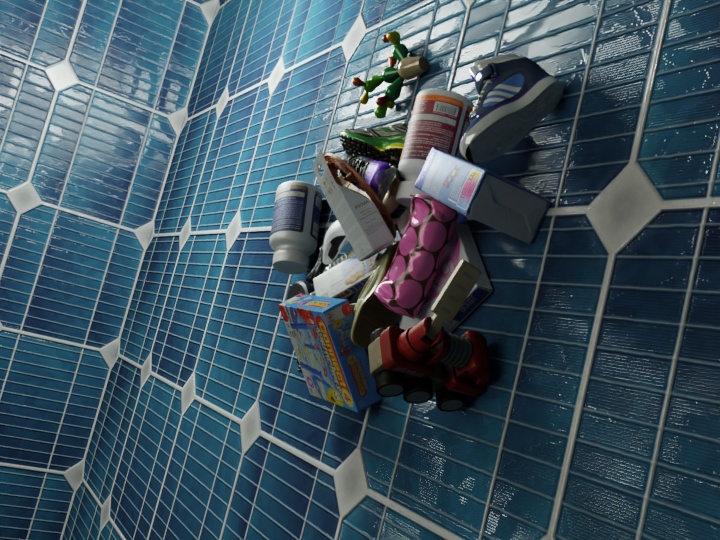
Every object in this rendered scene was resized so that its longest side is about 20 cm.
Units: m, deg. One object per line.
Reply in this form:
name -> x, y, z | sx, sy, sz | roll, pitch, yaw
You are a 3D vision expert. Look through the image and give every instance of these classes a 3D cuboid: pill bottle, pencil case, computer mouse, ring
pill bottle -> 0.130, -0.210, 1.376 | 0.110, 0.109, 0.200 | 4, 77, 61
pencil case -> 0.089, -0.026, 1.288 | 0.094, 0.091, 0.200 | 25, 93, 28
computer mouse -> -0.106, 0.112, 1.676 | 0.139, 0.053, 0.200 | -50, 46, 37
computer mouse -> -0.059, -0.054, 1.588 | 0.200, 0.044, 0.110 | -53, 7, 50
ring -> -0.006, -0.131, 1.429 | 0.019, 0.201, 0.200 | -41, 27, -11
pill bottle -> -0.152, -0.098, 1.804 | 0.111, 0.111, 0.200 | -27, 51, 52

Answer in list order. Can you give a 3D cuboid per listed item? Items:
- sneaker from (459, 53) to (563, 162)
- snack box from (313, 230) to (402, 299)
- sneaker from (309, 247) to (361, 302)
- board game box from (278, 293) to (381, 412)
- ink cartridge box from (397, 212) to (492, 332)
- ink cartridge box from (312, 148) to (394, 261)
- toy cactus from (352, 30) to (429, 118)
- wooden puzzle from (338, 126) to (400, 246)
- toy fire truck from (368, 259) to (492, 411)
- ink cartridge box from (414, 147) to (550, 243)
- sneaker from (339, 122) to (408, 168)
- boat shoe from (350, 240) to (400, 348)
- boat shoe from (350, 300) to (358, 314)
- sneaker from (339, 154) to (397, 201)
sneaker -> 0.202, -0.264, 1.222 | 0.200, 0.081, 0.146 | -38, 51, -9
snack box -> 0.000, 0.000, 1.485 | 0.200, 0.024, 0.072 | -30, 43, 16
sneaker -> -0.024, 0.001, 1.558 | 0.200, 0.080, 0.076 | -57, 30, 23
board game box -> -0.060, 0.149, 1.449 | 0.196, 0.056, 0.200 | 2, 114, 61
ink cartridge box -> 0.127, 0.019, 1.324 | 0.196, 0.043, 0.200 | -51, 36, 34
ink cartridge box -> -0.017, -0.120, 1.390 | 0.200, 0.047, 0.160 | 63, 170, 1
toy cactus -> 0.071, -0.426, 1.637 | 0.165, 0.102, 0.200 | -2, 64, 50
wooden puzzle -> 0.027, -0.168, 1.606 | 0.185, 0.046, 0.200 | -48, 41, 37
toy fire truck -> 0.129, 0.098, 1.134 | 0.200, 0.176, 0.129 | -43, 39, 41
ink cartridge box -> 0.179, -0.124, 1.213 | 0.076, 0.136, 0.200 | -66, 29, 8
sneaker -> 0.050, -0.249, 1.523 | 0.200, 0.078, 0.085 | 13, 58, 24
boat shoe -> 0.036, 0.040, 1.363 | 0.201, 0.073, 0.063 | -69, 18, -3
boat shoe -> -0.005, 0.095, 1.491 | 0.200, 0.076, 0.074 | -12, 92, 49
sneaker -> 0.007, -0.176, 1.429 | 0.200, 0.099, 0.070 | -108, 43, -84
